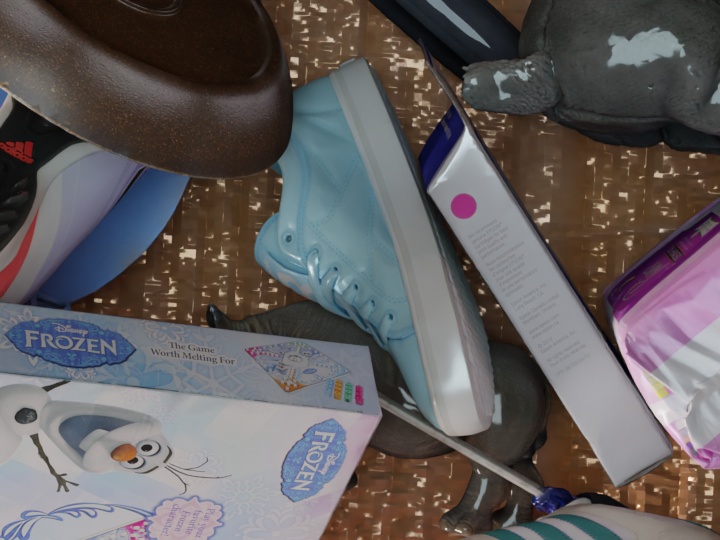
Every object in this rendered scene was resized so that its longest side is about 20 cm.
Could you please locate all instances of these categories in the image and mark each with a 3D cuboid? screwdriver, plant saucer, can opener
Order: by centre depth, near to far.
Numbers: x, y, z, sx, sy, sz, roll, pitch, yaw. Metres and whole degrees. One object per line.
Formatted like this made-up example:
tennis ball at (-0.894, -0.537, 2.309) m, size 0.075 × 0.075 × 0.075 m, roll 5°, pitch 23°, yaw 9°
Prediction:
plant saucer at (-0.107, -0.118, 1.069) m, size 0.200 × 0.200 × 0.032 m, roll 40°, pitch 117°, yaw 3°
screwdriver at (0.066, 0.094, 1.091) m, size 0.200 × 0.028 × 0.029 m, roll 27°, pitch 61°, yaw -31°
can opener at (0.011, -0.143, 1.130) m, size 0.200 × 0.063 × 0.079 m, roll 44°, pitch 91°, yaw 4°

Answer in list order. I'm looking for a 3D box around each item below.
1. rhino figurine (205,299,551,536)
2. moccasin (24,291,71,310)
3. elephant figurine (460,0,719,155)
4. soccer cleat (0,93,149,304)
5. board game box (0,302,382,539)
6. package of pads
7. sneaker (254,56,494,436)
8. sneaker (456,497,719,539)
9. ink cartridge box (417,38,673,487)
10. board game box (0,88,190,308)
rhino figurine at (-0.008, 0.059, 1.126) m, size 0.199 × 0.060 × 0.088 m, roll 13°, pitch 94°, yaw -1°
moccasin at (-0.152, 0.049, 1.109) m, size 0.068 × 0.081 × 0.200 m, roll -12°, pitch 121°, yaw 26°
elephant figurine at (0.141, -0.156, 1.094) m, size 0.141 × 0.155 × 0.201 m, roll 5°, pitch 88°, yaw 21°
soccer cleat at (-0.137, -0.033, 1.057) m, size 0.068 × 0.200 × 0.073 m, roll 31°, pitch 133°, yaw 13°
board game box at (-0.117, 0.099, 1.049) m, size 0.198 × 0.043 × 0.200 m, roll 8°, pitch 134°, yaw -19°
package of pads at (0.166, 0.012, 1.050) m, size 0.120 × 0.200 × 0.076 m, roll -37°, pitch 92°, yaw 5°
sneaker at (0.000, 0.000, 1.100) m, size 0.082 × 0.074 × 0.200 m, roll -25°, pitch 51°, yaw 7°
sneaker at (0.076, 0.137, 1.051) m, size 0.199 × 0.093 × 0.071 m, roll -1°, pitch 110°, yaw -13°
ink cartridge box at (0.069, -0.005, 1.088) m, size 0.037 × 0.095 × 0.200 m, roll -30°, pitch 100°, yaw 5°
board game box at (-0.167, -0.077, 1.153) m, size 0.200 × 0.039 × 0.158 m, roll 45°, pitch 98°, yaw 6°
